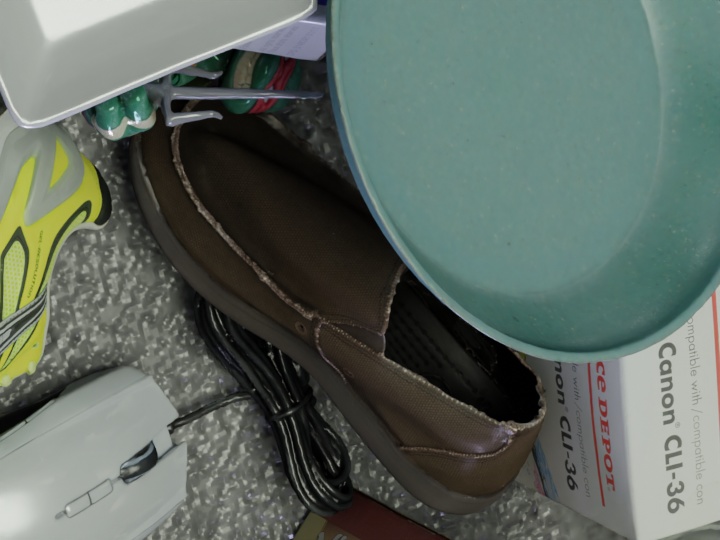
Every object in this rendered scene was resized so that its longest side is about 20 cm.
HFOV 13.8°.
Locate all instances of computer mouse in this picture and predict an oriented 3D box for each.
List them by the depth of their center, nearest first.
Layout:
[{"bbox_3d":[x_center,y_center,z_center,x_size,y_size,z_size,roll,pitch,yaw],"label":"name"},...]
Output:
[{"bbox_3d":[-0.098,0.079,1.122,0.200,0.044,0.110,-25,113,-22],"label":"computer mouse"}]

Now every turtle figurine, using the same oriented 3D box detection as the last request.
[{"bbox_3d":[-0.079,-0.104,1.056,0.200,0.101,0.150,29,59,-17],"label":"turtle figurine"}]

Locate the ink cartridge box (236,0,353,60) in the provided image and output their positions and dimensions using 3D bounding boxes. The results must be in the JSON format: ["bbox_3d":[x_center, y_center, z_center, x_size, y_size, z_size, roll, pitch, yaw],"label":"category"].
[{"bbox_3d":[-0.100,-0.178,1.002,0.200,0.047,0.198,8,66,-19],"label":"ink cartridge box"}]

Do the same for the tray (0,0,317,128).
[{"bbox_3d":[-0.096,-0.154,0.923,0.107,0.022,0.200,-23,105,-9],"label":"tray"}]

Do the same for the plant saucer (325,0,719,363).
[{"bbox_3d":[0.058,-0.067,1.008,0.200,0.036,0.200,7,79,-39],"label":"plant saucer"}]

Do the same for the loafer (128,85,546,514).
[{"bbox_3d":[0.000,0.000,1.109,0.200,0.071,0.073,44,50,-6],"label":"loafer"}]

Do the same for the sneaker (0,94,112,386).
[{"bbox_3d":[-0.155,0.032,1.061,0.076,0.075,0.200,32,87,-31],"label":"sneaker"}]

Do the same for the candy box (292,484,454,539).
[{"bbox_3d":[0.072,0.164,1.195,0.200,0.115,0.055,35,83,-31],"label":"candy box"}]

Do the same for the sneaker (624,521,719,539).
[{"bbox_3d":[0.091,0.180,1.089,0.075,0.088,0.200,39,82,-32],"label":"sneaker"}]

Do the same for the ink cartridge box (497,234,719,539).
[{"bbox_3d":[0.096,0.028,1.127,0.067,0.200,0.117,-15,108,-26],"label":"ink cartridge box"}]
